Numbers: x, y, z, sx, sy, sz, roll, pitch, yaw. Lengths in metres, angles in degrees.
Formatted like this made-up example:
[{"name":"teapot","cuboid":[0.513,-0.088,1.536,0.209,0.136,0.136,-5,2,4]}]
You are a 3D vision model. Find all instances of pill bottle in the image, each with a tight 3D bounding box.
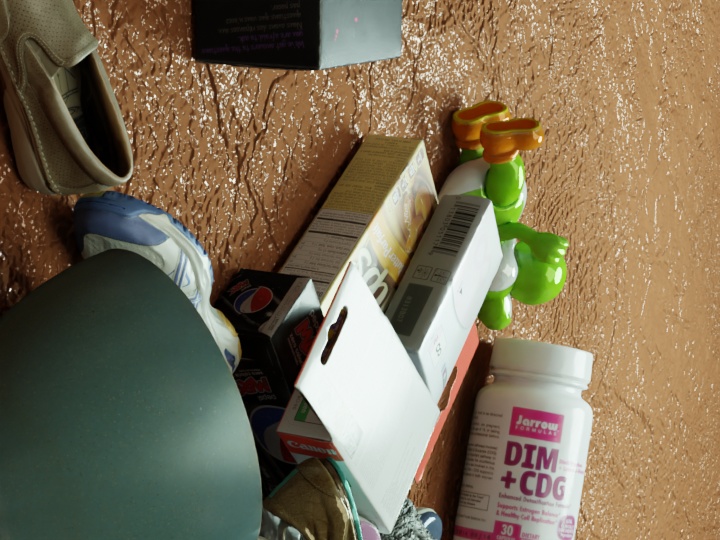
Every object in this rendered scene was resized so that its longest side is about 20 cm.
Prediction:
[{"name":"pill bottle","cuboid":[0.156,0.170,1.693,0.113,0.113,0.201,19,78,-61]}]

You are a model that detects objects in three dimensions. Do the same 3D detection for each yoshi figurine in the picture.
[{"name":"yoshi figurine","cuboid":[0.139,-0.047,1.624,0.112,0.111,0.201,-46,138,-58]}]

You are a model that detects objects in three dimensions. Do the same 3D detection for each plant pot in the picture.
[{"name":"plant pot","cuboid":[-0.167,0.103,1.021,0.134,0.200,0.201,-21,117,-32]}]

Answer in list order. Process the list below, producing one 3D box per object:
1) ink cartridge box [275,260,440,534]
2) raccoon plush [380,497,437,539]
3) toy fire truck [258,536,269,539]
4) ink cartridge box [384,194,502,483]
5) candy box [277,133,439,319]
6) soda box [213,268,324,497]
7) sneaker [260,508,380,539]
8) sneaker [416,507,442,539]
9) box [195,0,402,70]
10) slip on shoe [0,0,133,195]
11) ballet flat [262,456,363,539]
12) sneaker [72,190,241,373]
[{"name":"ink cartridge box","cuboid":[-0.010,0.091,1.298,0.109,0.050,0.200,-66,146,-29]},{"name":"raccoon plush","cuboid":[-0.003,0.207,1.417,0.134,0.096,0.201,15,54,-79]},{"name":"toy fire truck","cuboid":[-0.136,0.262,1.169,0.176,0.128,0.201,46,47,-55]},{"name":"ink cartridge box","cuboid":[0.075,0.061,1.490,0.163,0.057,0.201,-63,148,-33]},{"name":"candy box","cuboid":[0.000,0.000,1.422,0.200,0.055,0.116,-59,145,-39]},{"name":"soda box","cuboid":[-0.052,0.097,1.340,0.071,0.063,0.201,-57,142,-39]},{"name":"sneaker","cuboid":[-0.083,0.198,1.296,0.199,0.088,0.081,17,83,-39]},{"name":"sneaker","cuboid":[0.043,0.286,1.536,0.200,0.084,0.075,-57,143,-40]},{"name":"box","cuboid":[-0.040,-0.243,1.240,0.122,0.105,0.201,-20,114,-59]},{"name":"slip on shoe","cuboid":[-0.181,-0.134,1.047,0.076,0.060,0.201,-45,134,-49]},{"name":"ballet flat","cuboid":[-0.016,0.227,1.261,0.072,0.068,0.201,-27,109,-14]},{"name":"sneaker","cuboid":[-0.135,0.035,1.157,0.088,0.075,0.200,-64,146,-31]}]
